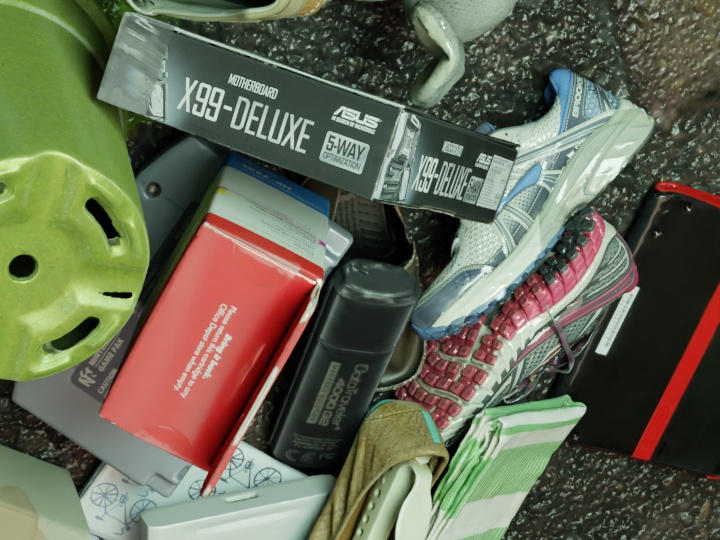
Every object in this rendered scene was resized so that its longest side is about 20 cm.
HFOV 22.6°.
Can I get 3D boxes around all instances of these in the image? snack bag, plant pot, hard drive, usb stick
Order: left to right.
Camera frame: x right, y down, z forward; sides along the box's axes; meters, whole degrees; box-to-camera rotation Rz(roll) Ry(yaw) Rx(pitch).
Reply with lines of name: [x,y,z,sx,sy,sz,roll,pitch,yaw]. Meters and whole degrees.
plant pot: [-0.189,-0.042,0.915,0.200,0.190,0.200,-12,123,-19]
snack bag: [-0.124,0.194,1.194,0.188,0.021,0.200,32,102,-32]
hard drive: [-0.078,0.234,1.171,0.132,0.027,0.200,-9,116,-24]
usb stick: [-0.013,0.061,1.111,0.055,0.033,0.200,7,142,-12]

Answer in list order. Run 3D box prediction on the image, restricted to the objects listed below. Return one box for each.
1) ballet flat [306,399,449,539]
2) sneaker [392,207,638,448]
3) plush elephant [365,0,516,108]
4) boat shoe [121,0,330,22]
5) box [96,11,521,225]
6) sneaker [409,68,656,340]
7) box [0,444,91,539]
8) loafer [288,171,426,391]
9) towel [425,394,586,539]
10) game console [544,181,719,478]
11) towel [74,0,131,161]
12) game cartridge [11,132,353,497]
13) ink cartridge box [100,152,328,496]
ballet flat: [0.002,0.178,1.126,0.068,0.072,0.200,19,103,-38]
sneaker: [0.101,0.050,1.171,0.200,0.081,0.075,-46,125,6]
plush elephant: [0.030,-0.187,0.977,0.165,0.200,0.155,-51,153,-15]
boat shoe: [-0.104,-0.170,0.908,0.068,0.200,0.075,-43,140,-52]
box: [-0.020,-0.076,0.945,0.200,0.158,0.050,6,105,-68]
sneaker: [0.088,-0.043,1.112,0.085,0.077,0.200,41,77,5]
box: [-0.272,0.142,1.073,0.200,0.078,0.095,25,105,-30]
loafer: [0.000,0.000,1.108,0.073,0.071,0.200,-22,122,-9]
towel: [0.072,0.174,1.194,0.153,0.023,0.200,-2,122,-62]
game console: [0.234,0.046,1.256,0.177,0.031,0.200,16,109,-22]
towel: [-0.238,-0.089,0.997,0.200,0.024,0.147,-19,123,-11]
game cartridge: [-0.113,0.022,1.066,0.133,0.041,0.200,34,104,-10]
ink cartridge box: [-0.073,0.022,0.934,0.067,0.200,0.116,28,104,-7]
